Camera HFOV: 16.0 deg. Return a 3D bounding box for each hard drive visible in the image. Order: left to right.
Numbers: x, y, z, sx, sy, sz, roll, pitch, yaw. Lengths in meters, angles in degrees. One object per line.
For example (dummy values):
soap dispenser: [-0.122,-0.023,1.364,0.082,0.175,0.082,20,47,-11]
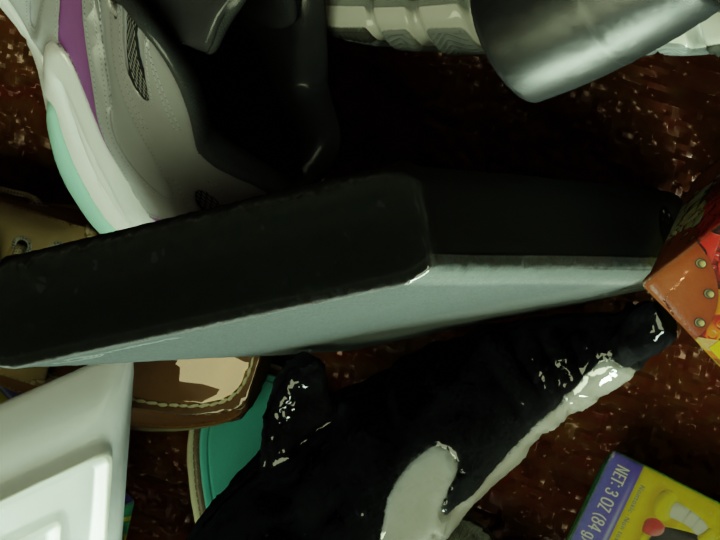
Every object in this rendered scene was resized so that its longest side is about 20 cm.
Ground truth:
hard drive: [0.000,0.000,0.753,0.139,0.200,0.033,-12,84,26]

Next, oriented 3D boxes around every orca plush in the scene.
orca plush: [0.005,0.056,0.805,0.199,0.106,0.071,-30,121,17]

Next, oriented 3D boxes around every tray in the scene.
tray: [-0.119,0.121,0.844,0.022,0.107,0.201,43,142,32]

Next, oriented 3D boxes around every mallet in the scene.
mallet: [0.030,-0.141,0.705,0.066,0.041,0.201,-34,72,24]

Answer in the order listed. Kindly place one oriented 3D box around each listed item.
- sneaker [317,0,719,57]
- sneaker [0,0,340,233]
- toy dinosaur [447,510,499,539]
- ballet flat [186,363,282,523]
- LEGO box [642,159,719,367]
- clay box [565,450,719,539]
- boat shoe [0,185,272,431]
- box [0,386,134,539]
sneaker: [0.071,-0.121,0.741,0.199,0.075,0.116,4,97,31]
sneaker: [-0.064,-0.100,0.756,0.140,0.078,0.201,-10,116,58]
toy dinosaur: [0.097,0.149,0.890,0.199,0.048,0.089,19,117,6]
ballet flat: [-0.003,0.128,0.894,0.069,0.069,0.201,-33,77,32]
LEGO box: [0.208,0.019,0.752,0.200,0.077,0.149,45,124,-8]
clay box: [0.145,0.156,0.834,0.199,0.115,0.048,26,169,6]
boat shoe: [-0.128,0.006,0.863,0.199,0.074,0.076,17,96,11]
box: [-0.190,0.083,0.851,0.117,0.199,0.049,41,132,34]
